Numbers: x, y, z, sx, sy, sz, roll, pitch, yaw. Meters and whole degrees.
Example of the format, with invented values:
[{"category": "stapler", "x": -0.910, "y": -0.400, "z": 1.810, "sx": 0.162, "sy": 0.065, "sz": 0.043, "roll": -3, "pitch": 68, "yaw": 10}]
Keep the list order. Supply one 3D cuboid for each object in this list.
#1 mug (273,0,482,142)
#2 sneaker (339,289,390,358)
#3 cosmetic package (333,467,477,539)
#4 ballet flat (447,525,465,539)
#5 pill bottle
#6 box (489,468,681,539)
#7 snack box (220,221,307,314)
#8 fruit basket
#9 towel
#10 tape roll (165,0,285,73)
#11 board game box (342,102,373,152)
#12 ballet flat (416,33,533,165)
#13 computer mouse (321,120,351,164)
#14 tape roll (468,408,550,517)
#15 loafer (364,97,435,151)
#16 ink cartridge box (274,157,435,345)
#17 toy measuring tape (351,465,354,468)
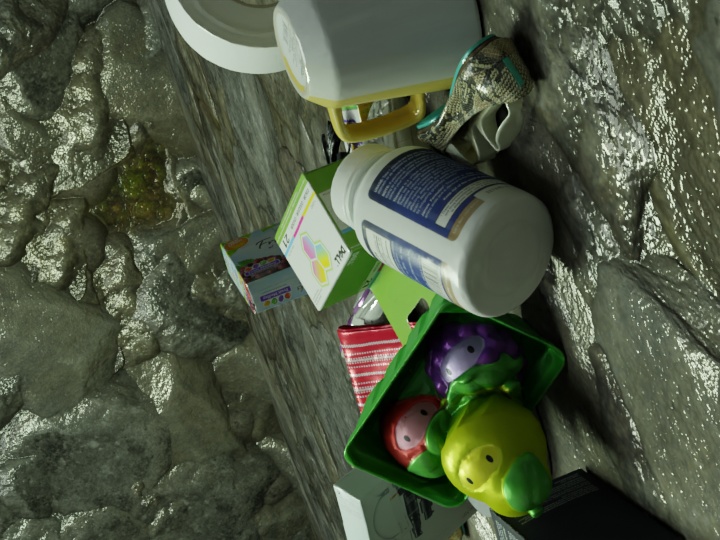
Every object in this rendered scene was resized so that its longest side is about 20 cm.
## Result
[{"category": "mug", "x": 0.013, "y": -0.198, "z": 1.026, "sx": 0.149, "sy": 0.152, "sz": 0.188, "roll": -141, "pitch": 33, "yaw": -66}, {"category": "sneaker", "x": 0.036, "y": 0.065, "z": 1.537, "sx": 0.200, "sy": 0.099, "sz": 0.075, "roll": 109, "pitch": -176, "yaw": -57}, {"category": "cosmetic package", "x": 0.067, "y": 0.268, "z": 1.391, "sx": 0.052, "sy": 0.200, "sz": 0.151, "roll": 21, "pitch": 134, "yaw": 42}, {"category": "ballet flat", "x": 0.099, "y": 0.305, "z": 1.616, "sx": 0.071, "sy": 0.070, "sz": 0.201, "roll": -133, "pitch": 27, "yaw": -61}, {"category": "pill bottle", "x": 0.064, "y": -0.045, "z": 1.022, "sx": 0.200, "sy": 0.111, "sz": 0.111, "roll": 31, "pitch": 142, "yaw": 45}, {"category": "box", "x": 0.217, "y": 0.310, "z": 1.032, "sx": 0.182, "sy": 0.104, "sz": 0.201, "roll": -147, "pitch": 39, "yaw": -72}, {"category": "snack box", "x": -0.072, "y": -0.025, "z": 1.540, "sx": 0.142, "sy": 0.199, "sz": 0.053, "roll": -134, "pitch": 26, "yaw": -60}, {"category": "fruit basket", "x": 0.095, "y": 0.138, "z": 1.062, "sx": 0.216, "sy": 0.155, "sz": 0.216, "roll": -56, "pitch": 17, "yaw": 27}, {"category": "towel", "x": 0.051, "y": 0.159, "z": 1.493, "sx": 0.144, "sy": 0.022, "sz": 0.201, "roll": -5, "pitch": 109, "yaw": 34}, {"category": "tape roll", "x": -0.117, "y": -0.323, "z": 1.276, "sx": 0.071, "sy": 0.201, "sz": 0.203, "roll": 122, "pitch": 127, "yaw": -74}, {"category": "board game box", "x": 0.008, "y": -0.141, "z": 1.428, "sx": 0.096, "sy": 0.030, "sz": 0.201, "roll": -135, "pitch": 30, "yaw": -61}, {"category": "ballet flat", "x": 0.098, "y": -0.131, "z": 0.985, "sx": 0.075, "sy": 0.068, "sz": 0.200, "roll": 53, "pitch": 164, "yaw": 3}, {"category": "computer mouse", "x": -0.008, "y": -0.076, "z": 1.357, "sx": 0.200, "sy": 0.052, "sz": 0.139, "roll": -129, "pitch": 23, "yaw": -50}, {"category": "tape roll", "x": 0.132, "y": 0.164, "z": 1.265, "sx": 0.200, "sy": 0.066, "sz": 0.201, "roll": 161, "pitch": 90, "yaw": -78}, {"category": "loafer", "x": 0.050, "y": -0.111, "z": 1.195, "sx": 0.070, "sy": 0.069, "sz": 0.201, "roll": -53, "pitch": 35, "yaw": 44}, {"category": "ink cartridge box", "x": 0.000, "y": 0.000, "z": 1.239, "sx": 0.201, "sy": 0.075, "sz": 0.148, "roll": 59, "pitch": 153, "yaw": 17}, {"category": "toy measuring tape", "x": 0.050, "y": 0.211, "z": 1.587, "sx": 0.200, "sy": 0.073, "sz": 0.074, "roll": -46, "pitch": 61, "yaw": 44}]
